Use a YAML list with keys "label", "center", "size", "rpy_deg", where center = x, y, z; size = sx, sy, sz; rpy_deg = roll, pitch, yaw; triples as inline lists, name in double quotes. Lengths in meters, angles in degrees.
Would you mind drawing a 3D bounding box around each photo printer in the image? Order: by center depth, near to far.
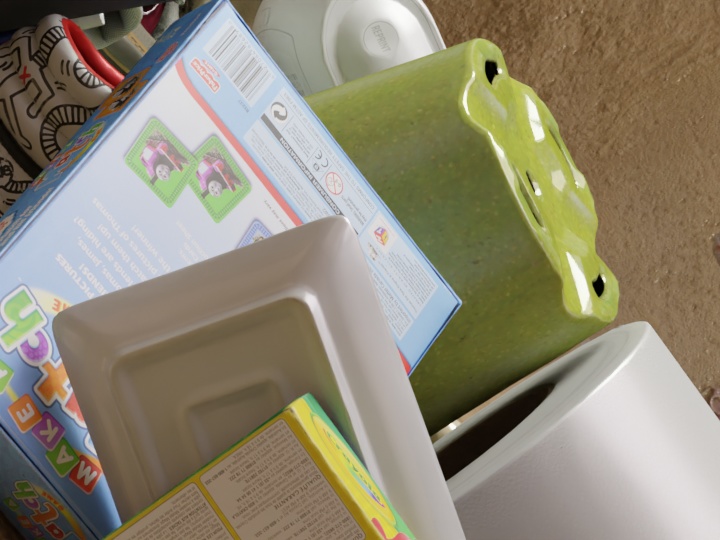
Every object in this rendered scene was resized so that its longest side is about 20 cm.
- label: "photo printer"
  center: [0.013, -0.058, 1.429]
  size: [0.200, 0.069, 0.166]
  rpy_deg: [66, -12, -7]

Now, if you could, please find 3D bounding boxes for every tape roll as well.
- label: "tape roll"
  center: [0.077, 0.133, 1.189]
  size: [0.139, 0.203, 0.203]
  rpy_deg: [53, 7, -3]

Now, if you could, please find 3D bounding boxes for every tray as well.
- label: "tray"
  center: [-0.021, 0.092, 0.937]
  size: [0.022, 0.107, 0.200]
  rpy_deg: [-40, 110, -80]

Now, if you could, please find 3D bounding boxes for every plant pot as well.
- label: "plant pot"
  center: [0.000, 0.000, 1.211]
  size: [0.200, 0.184, 0.200]
  rpy_deg: [56, 19, -30]

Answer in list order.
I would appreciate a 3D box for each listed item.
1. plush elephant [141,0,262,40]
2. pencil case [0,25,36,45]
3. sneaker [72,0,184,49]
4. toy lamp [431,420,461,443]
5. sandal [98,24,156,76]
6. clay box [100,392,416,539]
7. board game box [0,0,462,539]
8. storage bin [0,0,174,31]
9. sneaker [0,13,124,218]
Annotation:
- label: "plush elephant"
  center: [-0.112, -0.169, 1.538]
  size: [0.165, 0.155, 0.200]
  rpy_deg: [51, 8, -22]
- label: "pencil case"
  center: [-0.191, -0.135, 1.173]
  size: [0.087, 0.078, 0.200]
  rpy_deg: [-11, 60, -41]
- label: "sneaker"
  center: [-0.135, -0.150, 1.303]
  size: [0.115, 0.075, 0.200]
  rpy_deg: [60, 3, 0]
- label: "toy lamp"
  center: [0.014, 0.037, 1.337]
  size: [0.200, 0.058, 0.058]
  rpy_deg: [59, 8, 11]
- label: "sandal"
  center: [-0.068, -0.078, 1.417]
  size: [0.200, 0.055, 0.082]
  rpy_deg: [50, 8, 6]
- label: "clay box"
  center: [-0.006, 0.153, 0.904]
  size: [0.200, 0.115, 0.048]
  rpy_deg: [55, 9, 1]
- label: "board game box"
  center: [-0.060, 0.021, 1.018]
  size: [0.151, 0.037, 0.200]
  rpy_deg: [52, 46, -17]
- label: "storage bin"
  center: [-0.108, -0.157, 1.079]
  size: [0.146, 0.200, 0.134]
  rpy_deg: [63, -28, 28]
- label: "sneaker"
  center: [-0.090, 0.002, 1.082]
  size: [0.201, 0.108, 0.067]
  rpy_deg: [55, 7, 0]
